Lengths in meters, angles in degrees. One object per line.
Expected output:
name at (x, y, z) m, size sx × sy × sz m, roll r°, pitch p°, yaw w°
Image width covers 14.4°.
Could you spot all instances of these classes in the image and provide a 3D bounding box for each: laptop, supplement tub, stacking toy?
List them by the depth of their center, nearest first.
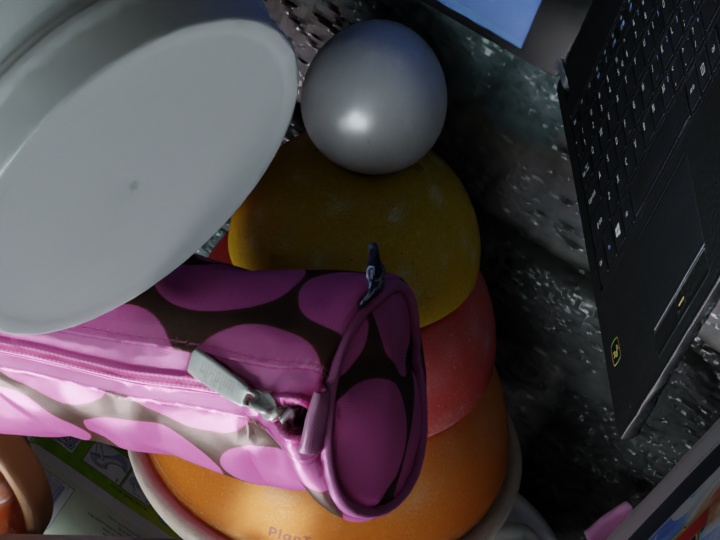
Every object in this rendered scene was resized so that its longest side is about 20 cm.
laptop at (0.040, -0.076, 0.819) m, size 0.103 × 0.201 × 0.177 m, roll -2°, pitch 153°, yaw -12°
supplement tub at (-0.126, -0.093, 0.863) m, size 0.200 × 0.145 × 0.145 m, roll 47°, pitch 157°, yaw 24°
stacking toy at (0.000, 0.000, 0.983) m, size 0.146 × 0.146 × 0.201 m, roll 25°, pitch 131°, yaw 15°

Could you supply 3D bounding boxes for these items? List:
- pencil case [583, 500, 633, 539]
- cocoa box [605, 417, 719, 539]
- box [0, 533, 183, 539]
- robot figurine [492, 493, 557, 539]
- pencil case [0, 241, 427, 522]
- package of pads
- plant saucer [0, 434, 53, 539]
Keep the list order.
pencil case at (0.154, 0.174, 1.096) m, size 0.087 × 0.088 × 0.200 m, roll 1°, pitch 137°, yaw 44°
cocoa box at (0.151, 0.120, 0.904) m, size 0.133 × 0.131 × 0.200 m, roll 36°, pitch 128°, yaw -4°
box at (-0.095, 0.203, 1.166) m, size 0.158 × 0.048 × 0.201 m, roll -6°, pitch 116°, yaw 44°
robot figurine at (0.012, 0.134, 1.122) m, size 0.112 × 0.171 × 0.200 m, roll -5°, pitch 178°, yaw -19°
pencil case at (-0.079, 0.026, 0.920) m, size 0.199 × 0.094 × 0.091 m, roll 7°, pitch 108°, yaw 24°
package of pads at (-0.114, 0.161, 1.354) m, size 0.154 × 0.068 × 0.200 m, roll 34°, pitch 151°, yaw 0°
plant saucer at (-0.214, 0.053, 1.189) m, size 0.199 × 0.032 × 0.201 m, roll 24°, pitch 150°, yaw 15°
